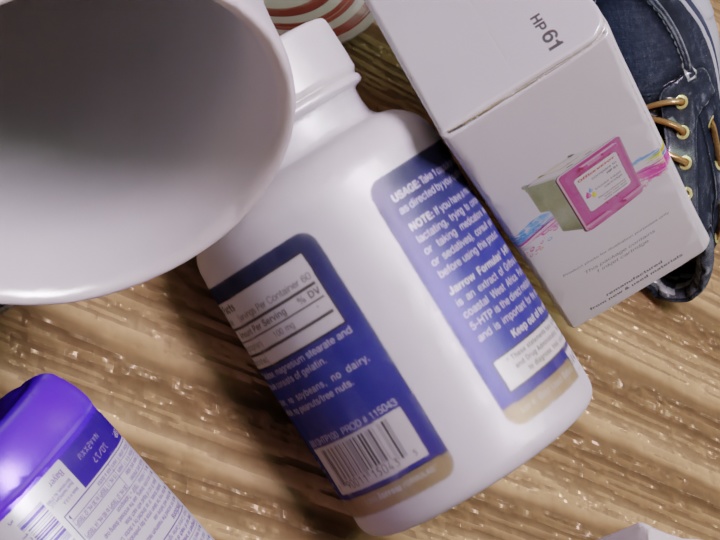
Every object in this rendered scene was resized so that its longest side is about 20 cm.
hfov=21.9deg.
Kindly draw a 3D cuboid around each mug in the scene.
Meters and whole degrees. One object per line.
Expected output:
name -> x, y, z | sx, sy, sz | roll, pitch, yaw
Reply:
mug -> -0.142, -0.093, 0.650 | 0.199, 0.148, 0.176 | -17, 51, -9

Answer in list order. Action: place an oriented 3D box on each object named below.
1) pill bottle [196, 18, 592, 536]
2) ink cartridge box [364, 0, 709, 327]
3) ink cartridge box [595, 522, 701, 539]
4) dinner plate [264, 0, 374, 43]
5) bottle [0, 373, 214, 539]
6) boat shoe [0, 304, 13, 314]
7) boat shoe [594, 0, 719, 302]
pill bottle -> 0.000, 0.000, 0.800 | 0.120, 0.120, 0.201 | -34, 93, -48
ink cartridge box -> 0.073, -0.086, 0.856 | 0.145, 0.084, 0.200 | 63, 6, 33
ink cartridge box -> 0.121, 0.230, 0.768 | 0.144, 0.147, 0.201 | 21, 55, -35
dinner plate -> -0.062, -0.196, 0.920 | 0.200, 0.024, 0.201 | 22, 54, -33
bottle -> -0.078, 0.134, 0.691 | 0.200, 0.065, 0.084 | 49, 44, -12
boat shoe -> -0.164, -0.006, 0.687 | 0.200, 0.064, 0.071 | -31, 91, -48
boat shoe -> 0.157, -0.076, 0.989 | 0.201, 0.071, 0.091 | 60, 37, -39
